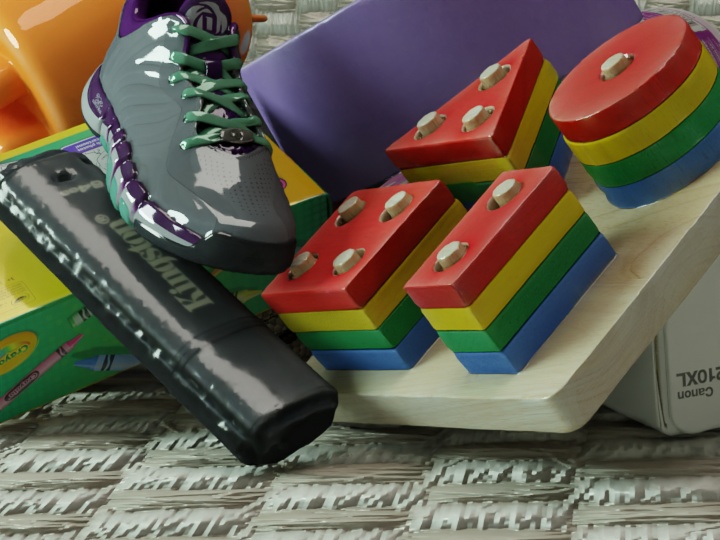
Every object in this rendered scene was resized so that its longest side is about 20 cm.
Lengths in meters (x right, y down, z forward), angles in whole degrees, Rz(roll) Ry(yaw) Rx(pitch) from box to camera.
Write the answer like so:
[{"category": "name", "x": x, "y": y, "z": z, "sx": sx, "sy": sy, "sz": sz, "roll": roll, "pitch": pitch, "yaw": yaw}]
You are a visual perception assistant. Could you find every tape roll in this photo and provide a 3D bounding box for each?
[{"category": "tape roll", "x": 0.041, "y": -0.119, "z": 1.123, "sx": 0.199, "sy": 0.085, "sz": 0.200, "roll": -31, "pitch": 6, "yaw": 4}]

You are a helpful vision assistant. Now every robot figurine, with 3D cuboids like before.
[{"category": "robot figurine", "x": -0.149, "y": -0.137, "z": 1.280, "sx": 0.200, "sy": 0.144, "sz": 0.117, "roll": -32, "pitch": -10, "yaw": -18}]

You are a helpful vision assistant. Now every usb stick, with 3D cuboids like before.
[{"category": "usb stick", "x": -0.088, "y": 0.012, "z": 0.935, "sx": 0.055, "sy": 0.033, "sz": 0.200, "roll": -27, "pitch": 53, "yaw": -32}]

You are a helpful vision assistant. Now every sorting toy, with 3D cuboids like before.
[{"category": "sorting toy", "x": 0.068, "y": -0.028, "z": 0.913, "sx": 0.199, "sy": 0.070, "sz": 0.200, "roll": -48, "pitch": 22, "yaw": -25}]

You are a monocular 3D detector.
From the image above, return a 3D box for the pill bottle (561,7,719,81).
[{"category": "pill bottle", "x": 0.152, "y": -0.098, "z": 1.304, "sx": 0.112, "sy": 0.113, "sz": 0.200, "roll": 3, "pitch": 12, "yaw": 29}]

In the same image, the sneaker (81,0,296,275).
[{"category": "sneaker", "x": -0.077, "y": -0.074, "z": 0.961, "sx": 0.074, "sy": 0.088, "sz": 0.200, "roll": 4, "pitch": 26, "yaw": -29}]

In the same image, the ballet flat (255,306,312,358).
[{"category": "ballet flat", "x": 0.000, "y": 0.000, "z": 1.125, "sx": 0.046, "sy": 0.068, "sz": 0.200, "roll": -33, "pitch": -4, "yaw": 35}]

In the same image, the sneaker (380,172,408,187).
[{"category": "sneaker", "x": 0.065, "y": -0.032, "z": 1.144, "sx": 0.080, "sy": 0.089, "sz": 0.200, "roll": -25, "pitch": 10, "yaw": 29}]

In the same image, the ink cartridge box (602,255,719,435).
[{"category": "ink cartridge box", "x": 0.154, "y": 0.007, "z": 1.002, "sx": 0.144, "sy": 0.085, "sz": 0.200, "roll": -8, "pitch": 12, "yaw": -20}]

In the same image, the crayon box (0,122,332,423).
[{"category": "crayon box", "x": -0.127, "y": -0.012, "z": 1.028, "sx": 0.199, "sy": 0.058, "sz": 0.119, "roll": -23, "pitch": 44, "yaw": -24}]

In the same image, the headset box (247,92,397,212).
[{"category": "headset box", "x": -0.040, "y": -0.044, "z": 1.255, "sx": 0.199, "sy": 0.078, "sz": 0.149, "roll": -11, "pitch": 33, "yaw": -45}]
